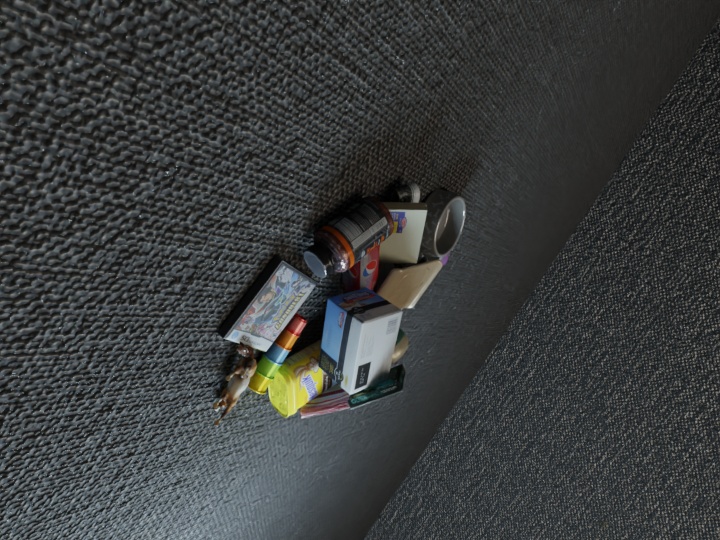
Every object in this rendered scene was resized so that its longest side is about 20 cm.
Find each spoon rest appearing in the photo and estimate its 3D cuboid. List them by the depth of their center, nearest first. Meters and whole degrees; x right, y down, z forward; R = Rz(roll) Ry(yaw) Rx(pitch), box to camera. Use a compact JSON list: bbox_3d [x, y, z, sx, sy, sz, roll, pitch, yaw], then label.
[{"bbox_3d":[0.076,0.002,1.575,0.099,0.061,0.200,-33,161,-33],"label":"spoon rest"}]

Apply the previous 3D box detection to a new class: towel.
[{"bbox_3d":[-0.081,0.324,1.543,0.200,0.143,0.023,-82,157,-74],"label":"towel"}]

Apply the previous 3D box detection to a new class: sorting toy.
[{"bbox_3d":[0.109,0.046,1.522,0.200,0.037,0.185,-10,140,-47],"label":"sorting toy"}]

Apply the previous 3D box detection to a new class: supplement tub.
[{"bbox_3d":[-0.028,-0.068,1.243,0.200,0.107,0.107,-39,151,-26],"label":"supplement tub"}]

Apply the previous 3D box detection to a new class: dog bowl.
[{"bbox_3d":[0.227,-0.129,1.598,0.200,0.059,0.201,-37,139,-41],"label":"dog bowl"}]

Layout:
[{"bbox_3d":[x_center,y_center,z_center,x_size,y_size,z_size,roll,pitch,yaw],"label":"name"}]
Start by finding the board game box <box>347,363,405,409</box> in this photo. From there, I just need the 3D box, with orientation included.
[{"bbox_3d":[0.044,0.293,1.462,0.135,0.028,0.200,-22,180,7],"label":"board game box"}]

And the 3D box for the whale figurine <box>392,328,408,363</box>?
[{"bbox_3d":[0.032,0.219,1.531,0.200,0.104,0.159,-39,-176,-14],"label":"whale figurine"}]

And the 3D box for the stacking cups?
[{"bbox_3d":[-0.198,0.189,1.344,0.200,0.060,0.060,-59,154,4],"label":"stacking cups"}]

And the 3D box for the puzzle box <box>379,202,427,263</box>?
[{"bbox_3d":[0.083,-0.087,1.389,0.132,0.026,0.200,1,142,-3],"label":"puzzle box"}]

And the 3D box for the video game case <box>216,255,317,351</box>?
[{"bbox_3d":[-0.193,0.078,1.239,0.200,0.025,0.181,-52,154,-1],"label":"video game case"}]

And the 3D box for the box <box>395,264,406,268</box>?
[{"bbox_3d":[0.120,0.009,1.659,0.041,0.039,0.201,-13,133,-51],"label":"box"}]

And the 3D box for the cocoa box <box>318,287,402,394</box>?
[{"bbox_3d":[-0.004,0.165,1.381,0.133,0.131,0.201,-13,123,-40],"label":"cocoa box"}]

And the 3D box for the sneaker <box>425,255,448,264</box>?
[{"bbox_3d":[0.212,0.002,1.770,0.201,0.073,0.114,-54,158,4],"label":"sneaker"}]

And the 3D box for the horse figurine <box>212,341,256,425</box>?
[{"bbox_3d":[-0.271,0.242,1.246,0.201,0.050,0.133,-63,179,11],"label":"horse figurine"}]

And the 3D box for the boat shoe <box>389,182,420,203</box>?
[{"bbox_3d":[0.087,-0.130,1.413,0.071,0.072,0.201,-13,136,-25],"label":"boat shoe"}]

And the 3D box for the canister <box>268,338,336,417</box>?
[{"bbox_3d":[-0.132,0.264,1.475,0.200,0.086,0.149,-26,133,-36],"label":"canister"}]

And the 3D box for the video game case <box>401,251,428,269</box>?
[{"bbox_3d":[0.130,0.041,1.618,0.182,0.023,0.200,-46,157,3],"label":"video game case"}]

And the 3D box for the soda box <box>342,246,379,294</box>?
[{"bbox_3d":[0.000,0.000,1.421,0.070,0.063,0.200,-38,150,-28],"label":"soda box"}]
